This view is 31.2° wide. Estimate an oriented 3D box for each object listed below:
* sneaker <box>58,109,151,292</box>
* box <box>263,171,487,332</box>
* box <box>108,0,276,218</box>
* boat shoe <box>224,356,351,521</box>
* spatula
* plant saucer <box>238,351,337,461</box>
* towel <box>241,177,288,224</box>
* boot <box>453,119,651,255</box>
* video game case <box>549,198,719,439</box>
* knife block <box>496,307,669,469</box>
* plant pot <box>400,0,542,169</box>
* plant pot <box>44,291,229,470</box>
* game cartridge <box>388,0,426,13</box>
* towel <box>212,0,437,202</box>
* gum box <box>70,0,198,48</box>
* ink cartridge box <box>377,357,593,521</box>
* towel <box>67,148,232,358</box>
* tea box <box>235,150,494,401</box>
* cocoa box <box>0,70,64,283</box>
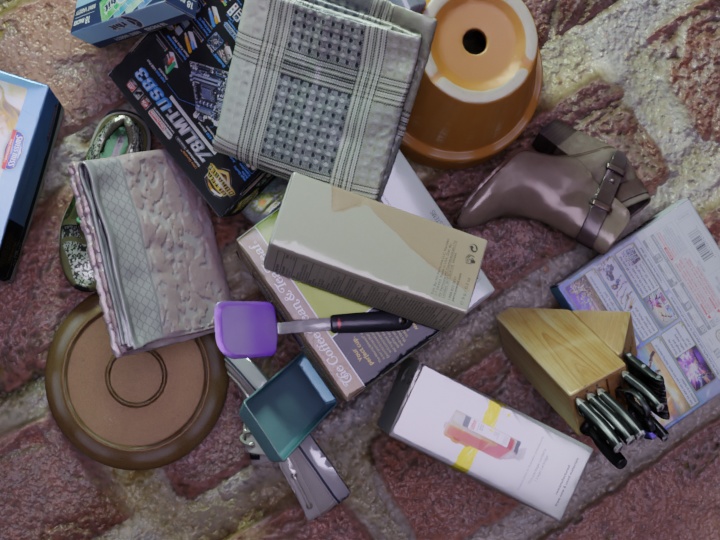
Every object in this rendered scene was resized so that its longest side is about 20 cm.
[{"bbox_3d":[-0.275,-0.079,1.355,0.076,0.089,0.203,13,85,-4],"label":"sneaker"},{"bbox_3d":[0.012,-0.015,1.240,0.198,0.095,0.079,20,74,-4],"label":"box"},{"bbox_3d":[-0.131,-0.193,1.321,0.198,0.050,0.201,-43,81,22],"label":"box"},{"bbox_3d":[-0.094,0.177,1.370,0.070,0.071,0.201,-36,95,-5],"label":"boat shoe"},{"bbox_3d":[-0.045,0.055,1.270,0.197,0.021,0.057,-3,83,-5],"label":"spatula"},{"bbox_3d":[-0.073,0.139,1.316,0.019,0.200,0.070,-34,91,17],"label":"plant saucer"},{"bbox_3d":[-0.106,-0.172,1.400,0.171,0.048,0.201,-38,90,-8],"label":"towel"},{"bbox_3d":[0.217,-0.072,1.405,0.200,0.070,0.146,-42,77,-17],"label":"boot"},{"bbox_3d":[0.338,0.054,1.431,0.180,0.045,0.201,-32,90,-7],"label":"video game case"},{"bbox_3d":[0.222,0.122,1.324,0.197,0.064,0.176,2,43,24],"label":"knife block"},{"bbox_3d":[0.108,-0.220,1.357,0.197,0.183,0.203,0,86,-6],"label":"plant pot"},{"bbox_3d":[-0.239,0.113,1.378,0.197,0.027,0.203,0,87,-6],"label":"plant pot"},{"bbox_3d":[-0.031,-0.266,1.309,0.041,0.199,0.135,-18,83,-51],"label":"game cartridge"},{"bbox_3d":[-0.039,-0.180,1.244,0.191,0.034,0.202,22,104,17],"label":"towel"},{"bbox_3d":[-0.219,-0.344,1.331,0.044,0.169,0.203,20,73,-43],"label":"gum box"},{"bbox_3d":[0.124,0.175,1.352,0.198,0.145,0.084,27,85,-3],"label":"ink cartridge box"},{"bbox_3d":[-0.207,-0.025,1.319,0.032,0.190,0.203,-13,91,30],"label":"towel"},{"bbox_3d":[0.000,0.000,1.356,0.196,0.134,0.201,-34,90,-8],"label":"tea box"},{"bbox_3d":[-0.399,-0.103,1.322,0.132,0.131,0.203,16,85,-5],"label":"cocoa box"}]
